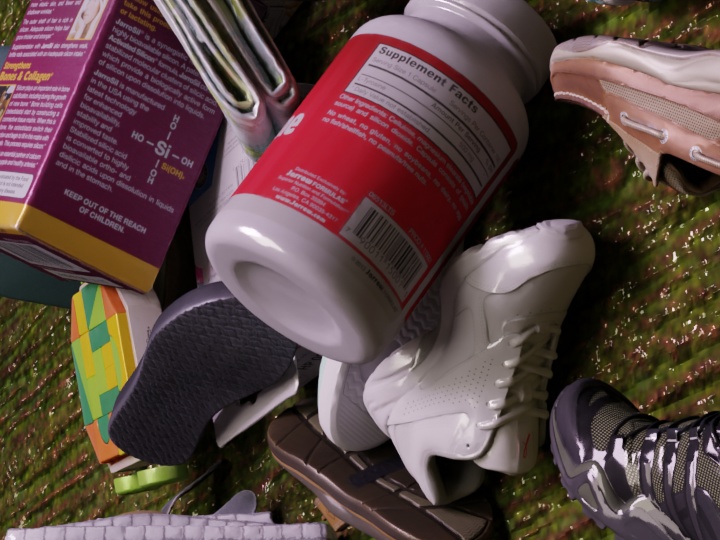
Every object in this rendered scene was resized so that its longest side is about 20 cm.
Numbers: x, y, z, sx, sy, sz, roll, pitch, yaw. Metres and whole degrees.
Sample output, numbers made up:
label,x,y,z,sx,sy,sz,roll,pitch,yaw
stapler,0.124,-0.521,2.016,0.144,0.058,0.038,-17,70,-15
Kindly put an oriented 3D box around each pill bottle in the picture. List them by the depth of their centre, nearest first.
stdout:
label,x,y,z,sx,sy,sz,roll,pitch,yaw
pill bottle,0.017,-0.059,1.335,0.200,0.112,0.112,-54,22,-20

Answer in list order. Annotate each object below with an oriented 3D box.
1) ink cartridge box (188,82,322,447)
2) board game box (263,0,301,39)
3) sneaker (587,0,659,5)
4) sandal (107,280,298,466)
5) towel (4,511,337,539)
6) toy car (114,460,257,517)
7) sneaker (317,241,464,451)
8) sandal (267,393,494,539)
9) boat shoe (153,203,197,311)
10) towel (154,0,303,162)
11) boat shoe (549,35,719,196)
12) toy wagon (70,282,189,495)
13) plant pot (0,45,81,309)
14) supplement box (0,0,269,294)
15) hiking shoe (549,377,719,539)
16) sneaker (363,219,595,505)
label,x,y,z,sx,sy,sz,roll,pitch,yaw
ink cartridge box,-0.046,-0.001,1.554,0.115,0.068,0.200,-37,54,53
board game box,-0.099,-0.203,1.703,0.200,0.046,0.152,-49,45,46
sneaker,0.154,-0.228,1.252,0.086,0.078,0.200,16,107,48
sandal,-0.097,0.051,1.500,0.200,0.076,0.043,-43,25,50
towel,-0.109,0.231,1.511,0.086,0.200,0.166,105,161,-63
toy car,-0.132,0.217,1.641,0.200,0.158,0.164,-56,24,-2
sneaker,0.000,0.000,1.463,0.118,0.074,0.201,13,87,54
sandal,0.011,0.125,1.446,0.200,0.082,0.055,35,137,50
boat shoe,-0.112,-0.028,1.673,0.066,0.072,0.201,25,111,54
towel,-0.087,-0.144,1.419,0.171,0.048,0.200,62,179,4
boat shoe,0.152,-0.072,1.213,0.200,0.076,0.072,18,103,62
toy wagon,-0.159,0.070,1.680,0.200,0.039,0.155,153,109,-69
plant pot,-0.239,-0.069,1.773,0.141,0.200,0.141,-59,38,39
supplement box,-0.161,-0.098,1.590,0.131,0.103,0.200,9,74,60
hiking shoe,0.167,0.094,1.173,0.200,0.076,0.101,44,115,43
sneaker,0.078,0.053,1.337,0.099,0.078,0.200,65,145,27
